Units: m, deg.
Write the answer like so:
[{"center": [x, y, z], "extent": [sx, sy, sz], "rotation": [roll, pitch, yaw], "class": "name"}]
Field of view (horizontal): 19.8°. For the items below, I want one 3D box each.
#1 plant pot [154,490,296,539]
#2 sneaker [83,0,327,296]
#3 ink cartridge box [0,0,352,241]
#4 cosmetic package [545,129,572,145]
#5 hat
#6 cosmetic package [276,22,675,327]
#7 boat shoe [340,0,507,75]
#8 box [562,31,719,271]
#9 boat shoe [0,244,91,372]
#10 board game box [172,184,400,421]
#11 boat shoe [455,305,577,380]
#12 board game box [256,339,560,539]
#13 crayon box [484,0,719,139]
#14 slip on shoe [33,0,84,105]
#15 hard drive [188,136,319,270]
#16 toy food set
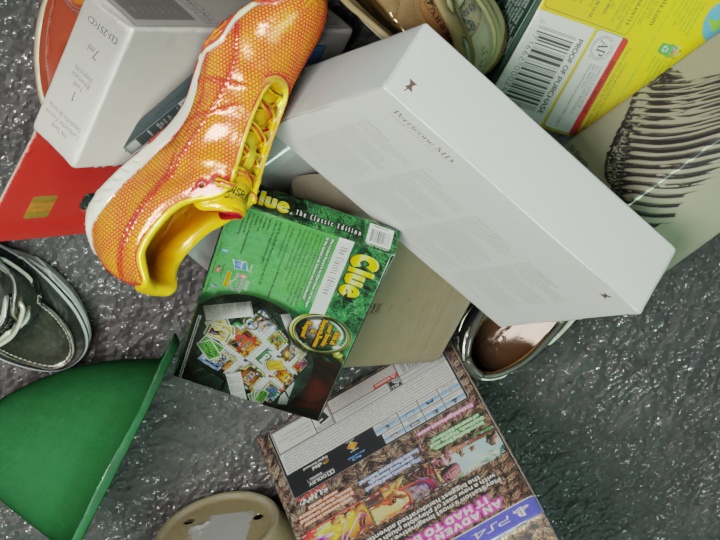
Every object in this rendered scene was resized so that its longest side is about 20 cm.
[{"center": [-0.077, 0.268, 1.492], "extent": [0.186, 0.187, 0.201], "rotation": [-18, 116, -8], "class": "plant pot"}, {"center": [-0.073, -0.072, 1.168], "extent": [0.201, 0.077, 0.073], "rotation": [-56, 151, 9], "class": "sneaker"}, {"center": [-0.113, -0.081, 1.231], "extent": [0.199, 0.045, 0.177], "rotation": [-9, 134, -52], "class": "ink cartridge box"}, {"center": [0.110, -0.175, 1.280], "extent": [0.106, 0.090, 0.201], "rotation": [-21, 127, -7], "class": "cosmetic package"}, {"center": [-0.237, 0.093, 1.337], "extent": [0.175, 0.166, 0.201], "rotation": [27, 76, -4], "class": "hat"}, {"center": [0.061, -0.048, 1.178], "extent": [0.200, 0.150, 0.052], "rotation": [40, 72, -20], "class": "cosmetic package"}, {"center": [0.004, -0.188, 1.172], "extent": [0.200, 0.063, 0.073], "rotation": [46, 114, 6], "class": "boat shoe"}, {"center": [0.220, -0.087, 1.222], "extent": [0.199, 0.082, 0.068], "rotation": [-37, 131, 1], "class": "box"}, {"center": [-0.239, 0.018, 1.289], "extent": [0.072, 0.071, 0.200], "rotation": [-41, 133, 10], "class": "boat shoe"}, {"center": [-0.050, 0.023, 1.291], "extent": [0.104, 0.024, 0.200], "rotation": [20, 143, -3], "class": "board game box"}, {"center": [0.143, -0.002, 1.418], "extent": [0.072, 0.068, 0.200], "rotation": [44, 100, 4], "class": "boat shoe"}, {"center": [0.040, 0.169, 1.433], "extent": [0.159, 0.201, 0.097], "rotation": [-29, 131, 2], "class": "board game box"}, {"center": [0.167, -0.136, 1.246], "extent": [0.199, 0.051, 0.128], "rotation": [15, 116, -33], "class": "crayon box"}, {"center": [-0.140, -0.160, 1.205], "extent": [0.074, 0.061, 0.201], "rotation": [8, 123, -29], "class": "slip on shoe"}, {"center": [-0.025, -0.070, 1.296], "extent": [0.199, 0.026, 0.132], "rotation": [-37, 160, 2], "class": "hard drive"}, {"center": [0.000, 0.000, 1.358], "extent": [0.142, 0.061, 0.201], "rotation": [-2, 147, -19], "class": "toy food set"}]
